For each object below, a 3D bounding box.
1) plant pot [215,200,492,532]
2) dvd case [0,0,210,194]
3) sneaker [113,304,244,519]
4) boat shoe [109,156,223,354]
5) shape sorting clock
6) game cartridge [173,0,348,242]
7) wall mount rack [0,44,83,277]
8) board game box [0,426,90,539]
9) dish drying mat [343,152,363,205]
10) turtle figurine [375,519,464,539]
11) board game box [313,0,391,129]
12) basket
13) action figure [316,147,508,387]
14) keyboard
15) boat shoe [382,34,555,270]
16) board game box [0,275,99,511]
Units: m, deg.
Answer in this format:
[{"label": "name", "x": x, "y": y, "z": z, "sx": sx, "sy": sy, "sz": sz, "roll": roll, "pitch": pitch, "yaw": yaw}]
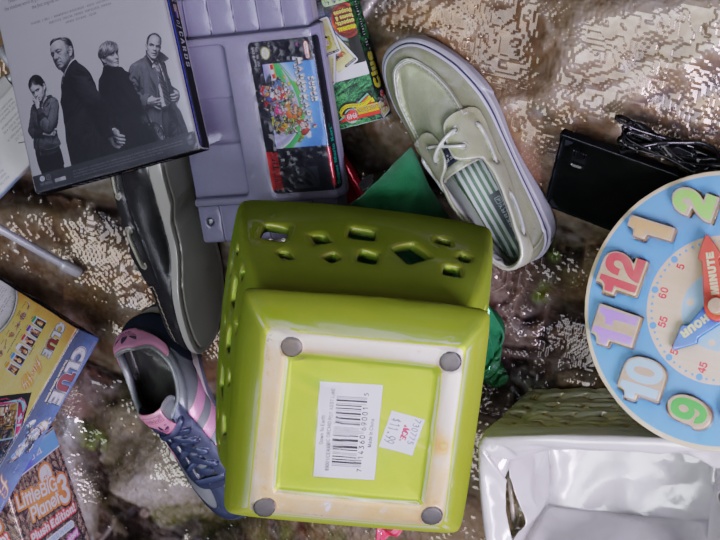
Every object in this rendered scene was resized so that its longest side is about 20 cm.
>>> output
[{"label": "plant pot", "x": -0.006, "y": 0.077, "z": 1.285, "sx": 0.198, "sy": 0.182, "sz": 0.201, "roll": 6, "pitch": 111, "yaw": -3}, {"label": "dvd case", "x": -0.209, "y": -0.174, "z": 1.398, "sx": 0.150, "sy": 0.025, "sz": 0.201, "roll": -13, "pitch": 88, "yaw": 20}, {"label": "sneaker", "x": -0.154, "y": 0.132, "z": 1.511, "sx": 0.070, "sy": 0.082, "sz": 0.201, "roll": -24, "pitch": 97, "yaw": 25}, {"label": "boat shoe", "x": -0.162, "y": -0.025, "z": 1.462, "sx": 0.060, "sy": 0.074, "sz": 0.201, "roll": 2, "pitch": 121, "yaw": 25}, {"label": "shape sorting clock", "x": 0.256, "y": 0.028, "z": 1.266, "sx": 0.199, "sy": 0.039, "sz": 0.201, "roll": -4, "pitch": 81, "yaw": 24}, {"label": "game cartridge", "x": -0.080, "y": -0.122, "z": 1.405, "sx": 0.129, "sy": 0.038, "sz": 0.201, "roll": -2, "pitch": 108, "yaw": 25}, {"label": "wall mount rack", "x": -0.270, "y": -0.089, "z": 1.493, "sx": 0.200, "sy": 0.075, "sz": 0.174, "roll": -41, "pitch": 86, "yaw": 27}, {"label": "board game box", "x": -0.336, "y": 0.260, "z": 1.613, "sx": 0.159, "sy": 0.097, "sz": 0.201, "roll": -11, "pitch": 103, "yaw": 23}, {"label": "dish drying mat", "x": 0.000, "y": 0.000, "z": 1.445, "sx": 0.077, "sy": 0.018, "sz": 0.200, "roll": -26, "pitch": 97, "yaw": 28}, {"label": "turtle figurine", "x": -0.010, "y": 0.144, "z": 1.448, "sx": 0.199, "sy": 0.101, "sz": 0.150, "roll": 19, "pitch": 121, "yaw": 23}, {"label": "board game box", "x": -0.081, "y": -0.150, "z": 1.426, "sx": 0.199, "sy": 0.023, "sz": 0.105, "roll": -12, "pitch": 104, "yaw": 24}, {"label": "basket", "x": 0.204, "y": 0.168, "z": 1.363, "sx": 0.199, "sy": 0.123, "sz": 0.136, "roll": 0, "pitch": 107, "yaw": 22}, {"label": "action figure", "x": 0.053, "y": 0.018, "z": 1.400, "sx": 0.118, "sy": 0.055, "sz": 0.200, "roll": -41, "pitch": 106, "yaw": -8}, {"label": "keyboard", "x": 0.243, "y": -0.060, "z": 1.332, "sx": 0.199, "sy": 0.040, "sz": 0.104, "roll": 21, "pitch": 136, "yaw": 11}, {"label": "boat shoe", "x": 0.082, "y": -0.091, "z": 1.359, "sx": 0.072, "sy": 0.062, "sz": 0.200, "roll": -34, "pitch": 93, "yaw": 26}, {"label": "board game box", "x": -0.326, "y": 0.112, "z": 1.527, "sx": 0.135, "sy": 0.035, "sz": 0.200, "roll": 29, "pitch": 88, "yaw": 31}]
